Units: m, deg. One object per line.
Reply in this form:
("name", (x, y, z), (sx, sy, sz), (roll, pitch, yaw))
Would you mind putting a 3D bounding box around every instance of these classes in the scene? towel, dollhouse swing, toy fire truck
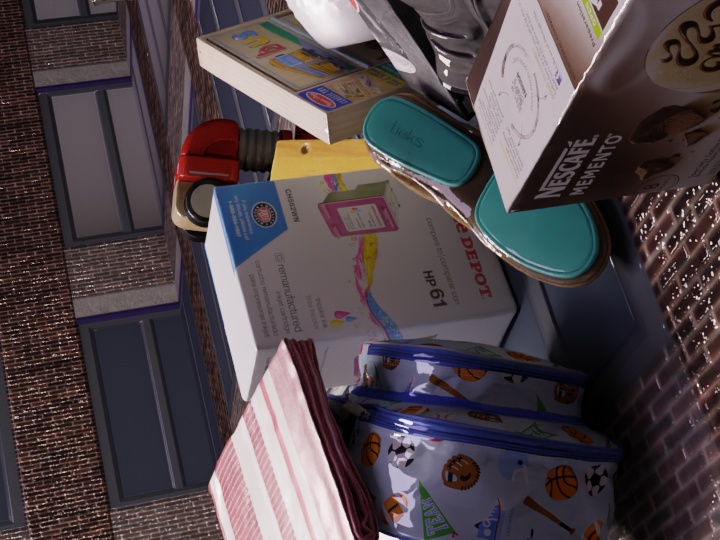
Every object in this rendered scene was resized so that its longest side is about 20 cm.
("towel", (-0.048, 0.153, 0.848), (0.200, 0.023, 0.144), (-60, 43, 49))
("dollhouse swing", (0.000, 0.000, 1.190), (0.182, 0.176, 0.200), (3, 82, 36))
("toy fire truck", (-0.099, -0.134, 1.366), (0.129, 0.176, 0.200), (135, 139, -74))

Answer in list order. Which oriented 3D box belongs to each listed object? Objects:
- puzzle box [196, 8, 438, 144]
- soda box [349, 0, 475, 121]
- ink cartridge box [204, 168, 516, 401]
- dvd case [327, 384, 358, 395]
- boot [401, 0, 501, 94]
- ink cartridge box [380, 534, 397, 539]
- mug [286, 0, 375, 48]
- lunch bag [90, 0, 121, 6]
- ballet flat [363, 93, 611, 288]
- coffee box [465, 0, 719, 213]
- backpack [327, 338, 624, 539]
("puzzle box", (-0.021, -0.156, 0.987), (0.200, 0.133, 0.025), (35, 141, 48))
("soda box", (0.027, -0.183, 0.799), (0.071, 0.063, 0.200), (38, 172, 44))
("ink cartridge box", (-0.002, 0.004, 0.985), (0.085, 0.200, 0.145), (109, 148, -55))
("dvd case", (0.014, 0.105, 1.157), (0.146, 0.022, 0.200), (-54, 14, -3))
("boot", (0.106, -0.155, 0.705), (0.200, 0.070, 0.132), (6, 150, 40))
("ink cartridge box", (0.033, 0.205, 1.137), (0.115, 0.068, 0.200), (-44, 48, 30))
("mug", (-0.010, -0.256, 0.957), (0.200, 0.147, 0.176), (-155, 50, -73))
("lunch bag", (-0.589, -0.720, 3.015), (0.164, 0.117, 0.200), (-131, 30, -67))
("ballet flat", (0.086, -0.047, 0.833), (0.200, 0.068, 0.072), (33, -178, 32))
("coffee box", (0.128, -0.109, 0.569), (0.200, 0.113, 0.080), (112, 146, -64))
("backpack", (0.073, 0.121, 0.828), (0.190, 0.200, 0.154), (-159, 74, -70))
